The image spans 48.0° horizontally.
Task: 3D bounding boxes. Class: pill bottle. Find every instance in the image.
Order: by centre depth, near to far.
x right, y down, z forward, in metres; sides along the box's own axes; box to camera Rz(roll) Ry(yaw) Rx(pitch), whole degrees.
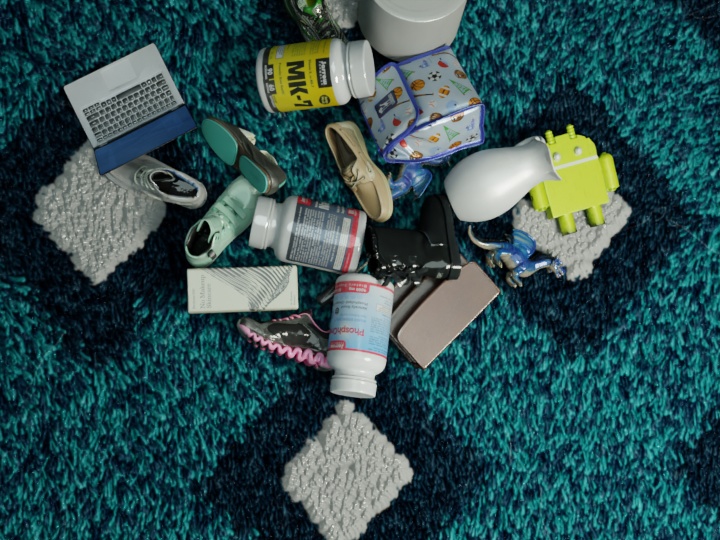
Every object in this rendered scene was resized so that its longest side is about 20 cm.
[{"bbox_3d":[-0.003,0.116,1.425,0.106,0.109,0.205,8,75,-6],"label":"pill bottle"},{"bbox_3d":[-0.078,-0.349,1.439,0.195,0.114,0.117,-4,87,14],"label":"pill bottle"},{"bbox_3d":[-0.095,-0.068,1.447,0.195,0.120,0.123,12,85,-7],"label":"pill bottle"}]

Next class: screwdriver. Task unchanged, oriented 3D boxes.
[{"bbox_3d":[0.000,0.000,1.504,0.198,0.028,0.029,-37,122,-9],"label":"screwdriver"}]

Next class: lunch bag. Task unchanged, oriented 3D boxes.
[{"bbox_3d":[0.105,-0.292,1.459,0.196,0.125,0.172,-19,55,-3],"label":"lunch bag"}]

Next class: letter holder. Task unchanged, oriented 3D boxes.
[{"bbox_3d":[0.132,0.058,1.480,0.200,0.101,0.142,-43,91,-7],"label":"letter holder"}]

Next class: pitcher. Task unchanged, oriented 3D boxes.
[{"bbox_3d":[0.259,-0.180,1.499,0.197,0.172,0.123,-24,110,16],"label":"pitcher"}]

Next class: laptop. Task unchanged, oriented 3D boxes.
[{"bbox_3d":[-0.407,-0.288,1.423,0.185,0.116,0.203,-27,90,-8],"label":"laptop"}]

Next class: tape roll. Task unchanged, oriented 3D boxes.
[{"bbox_3d":[0.095,-0.502,1.465,0.197,0.139,0.208,1,75,-4],"label":"tape roll"}]

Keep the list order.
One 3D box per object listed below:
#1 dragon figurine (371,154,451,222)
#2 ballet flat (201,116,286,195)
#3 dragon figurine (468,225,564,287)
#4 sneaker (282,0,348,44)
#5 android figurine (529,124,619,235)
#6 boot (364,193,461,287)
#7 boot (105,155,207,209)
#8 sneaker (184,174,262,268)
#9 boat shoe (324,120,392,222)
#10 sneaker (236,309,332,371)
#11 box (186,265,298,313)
[{"bbox_3d":[0.098,-0.166,1.507,0.098,0.059,0.203,27,84,-5],"label":"dragon figurine"},{"bbox_3d":[-0.206,-0.209,1.464,0.068,0.069,0.200,-24,63,-44],"label":"ballet flat"},{"bbox_3d":[0.289,-0.039,1.518,0.199,0.059,0.100,40,79,-3],"label":"dragon figurine"},{"bbox_3d":[-0.079,-0.447,1.488,0.078,0.085,0.201,-38,93,-7],"label":"sneaker"},{"bbox_3d":[0.405,-0.176,1.556,0.178,0.041,0.205,-13,90,-7],"label":"android figurine"},{"bbox_3d":[0.086,-0.059,1.438,0.158,0.074,0.202,1,52,-13],"label":"boot"},{"bbox_3d":[-0.367,-0.168,1.431,0.196,0.096,0.075,18,85,-6],"label":"boot"},{"bbox_3d":[-0.238,-0.093,1.432,0.073,0.118,0.202,35,82,-2],"label":"sneaker"},{"bbox_3d":[-0.008,-0.177,1.476,0.064,0.071,0.203,-15,74,-50],"label":"boat shoe"},{"bbox_3d":[-0.125,0.110,1.463,0.196,0.079,0.097,21,78,-13],"label":"sneaker"},{"bbox_3d":[-0.210,0.034,1.453,0.195,0.068,0.084,-3,88,-8],"label":"box"}]
